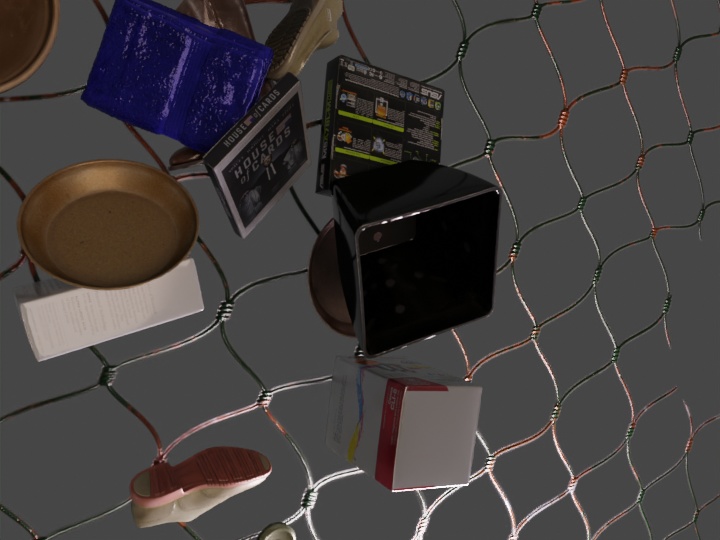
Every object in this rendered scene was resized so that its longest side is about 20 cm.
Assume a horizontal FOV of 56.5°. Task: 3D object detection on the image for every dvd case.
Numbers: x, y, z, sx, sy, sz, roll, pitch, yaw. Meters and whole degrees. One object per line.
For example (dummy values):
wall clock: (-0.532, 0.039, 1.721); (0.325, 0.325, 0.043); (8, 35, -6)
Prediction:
dvd case: (-0.123, -0.138, 0.850); (0.025, 0.201, 0.151); (37, 75, 12)

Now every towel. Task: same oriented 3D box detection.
towel: (-0.216, -0.231, 0.795); (0.196, 0.050, 0.151); (20, 90, -5)

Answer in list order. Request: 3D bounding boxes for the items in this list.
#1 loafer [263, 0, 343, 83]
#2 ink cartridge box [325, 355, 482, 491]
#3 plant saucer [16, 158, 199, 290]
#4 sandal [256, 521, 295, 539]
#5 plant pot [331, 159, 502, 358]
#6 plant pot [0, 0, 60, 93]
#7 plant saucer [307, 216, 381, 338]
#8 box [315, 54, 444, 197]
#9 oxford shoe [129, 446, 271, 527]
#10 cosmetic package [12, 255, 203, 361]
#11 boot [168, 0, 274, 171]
loafer: (-0.066, -0.317, 0.888); (0.068, 0.075, 0.203); (46, 55, -39)
ink cartridge box: (0.057, 0.218, 0.998); (0.143, 0.199, 0.148); (6, 93, -32)
plant saucer: (-0.288, -0.048, 0.778); (0.197, 0.202, 0.036); (-16, 147, -28)
sandal: (-0.144, 0.482, 0.997); (0.079, 0.057, 0.205); (15, 90, -32)
plant pot: (0.055, -0.040, 0.899); (0.196, 0.178, 0.203); (-17, 129, -17)
plant pot: (-0.419, -0.277, 0.686); (0.197, 0.092, 0.206); (-5, 100, -30)
plant saucer: (0.000, 0.000, 1.025); (0.197, 0.034, 0.205); (-6, 100, -32)
box: (0.034, -0.194, 0.992); (0.197, 0.047, 0.198); (7, 87, -32)
oxford shoe: (-0.219, 0.300, 0.928); (0.196, 0.071, 0.075); (-3, 121, -28)
cosmetic package: (-0.301, 0.034, 0.805); (0.197, 0.101, 0.076); (-20, 109, -29)
boot: (-0.200, -0.248, 0.848); (0.185, 0.064, 0.203); (-32, 111, -26)
